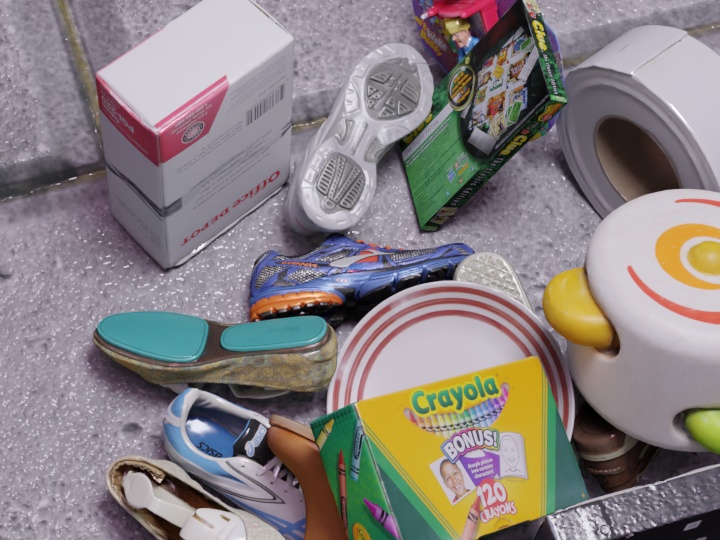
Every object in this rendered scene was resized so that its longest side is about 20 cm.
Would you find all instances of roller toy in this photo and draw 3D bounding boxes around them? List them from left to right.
[{"bbox_3d":[0.254,0.032,1.406,0.200,0.140,0.182,25,47,19],"label":"roller toy"}]

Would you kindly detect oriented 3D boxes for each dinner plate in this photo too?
[{"bbox_3d":[0.072,0.109,1.460,0.199,0.024,0.201,-1,85,11],"label":"dinner plate"}]

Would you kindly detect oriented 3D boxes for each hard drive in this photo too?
[{"bbox_3d":[0.224,0.199,1.398,0.199,0.140,0.038,-15,63,-13],"label":"hard drive"}]

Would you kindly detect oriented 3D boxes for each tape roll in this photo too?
[{"bbox_3d":[0.255,-0.102,1.529,0.071,0.203,0.203,-34,70,-21],"label":"tape roll"}]

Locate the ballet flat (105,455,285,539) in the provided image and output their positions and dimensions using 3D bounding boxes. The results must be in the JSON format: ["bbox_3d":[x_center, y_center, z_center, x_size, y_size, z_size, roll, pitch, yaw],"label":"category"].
[{"bbox_3d":[-0.125,0.193,1.359,0.200,0.062,0.068,24,84,45],"label":"ballet flat"}]

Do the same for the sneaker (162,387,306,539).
[{"bbox_3d":[-0.066,0.158,1.426,0.200,0.073,0.072,27,61,5],"label":"sneaker"}]

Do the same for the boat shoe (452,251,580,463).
[{"bbox_3d":[0.129,0.081,1.495,0.074,0.062,0.201,-21,80,2],"label":"boat shoe"}]

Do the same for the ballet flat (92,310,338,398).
[{"bbox_3d":[-0.116,0.073,1.468,0.199,0.071,0.071,0,61,9],"label":"ballet flat"}]

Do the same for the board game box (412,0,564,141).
[{"bbox_3d":[0.093,-0.194,1.584,0.039,0.158,0.200,-29,69,-26],"label":"board game box"}]

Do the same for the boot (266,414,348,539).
[{"bbox_3d":[-0.028,0.218,1.366,0.200,0.074,0.155,41,82,-3],"label":"boot"}]

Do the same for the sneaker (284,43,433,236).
[{"bbox_3d":[-0.012,-0.112,1.563,0.078,0.099,0.200,41,63,-14],"label":"sneaker"}]

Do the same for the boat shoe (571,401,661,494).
[{"bbox_3d":[0.236,0.106,1.498,0.075,0.075,0.202,0,34,43],"label":"boat shoe"}]

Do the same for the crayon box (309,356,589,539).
[{"bbox_3d":[0.068,0.141,1.350,0.200,0.058,0.119,-11,78,-42],"label":"crayon box"}]

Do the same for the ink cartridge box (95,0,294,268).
[{"bbox_3d":[-0.132,-0.114,1.494,0.146,0.200,0.085,-38,66,-23],"label":"ink cartridge box"}]

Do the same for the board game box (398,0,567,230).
[{"bbox_3d":[0.098,-0.128,1.533,0.023,0.200,0.105,4,59,-33],"label":"board game box"}]

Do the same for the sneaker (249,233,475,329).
[{"bbox_3d":[0.000,0.000,1.521,0.199,0.075,0.079,-9,60,-13],"label":"sneaker"}]
